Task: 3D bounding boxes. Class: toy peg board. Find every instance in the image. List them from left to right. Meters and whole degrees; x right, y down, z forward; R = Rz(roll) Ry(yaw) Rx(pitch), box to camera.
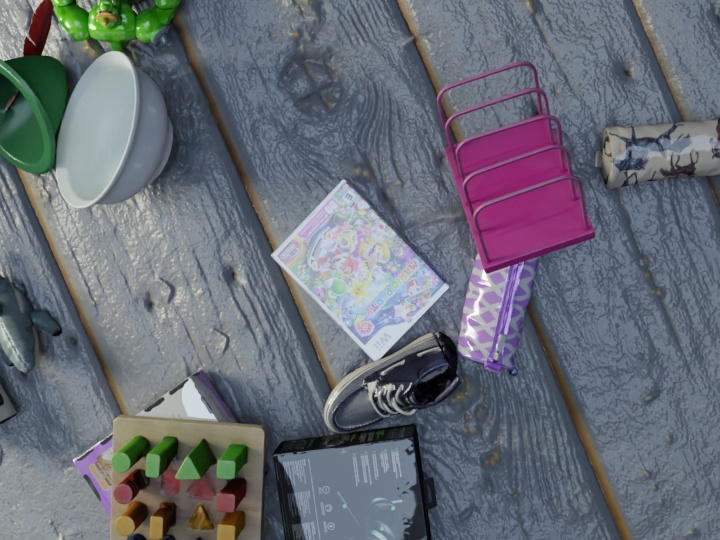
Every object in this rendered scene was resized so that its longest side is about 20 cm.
[{"bbox_3d":[-0.226,0.296,1.343,0.197,0.098,0.202,3,95,5],"label":"toy peg board"}]

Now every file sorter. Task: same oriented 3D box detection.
[{"bbox_3d":[0.179,-0.129,1.288,0.137,0.126,0.202,-18,53,6],"label":"file sorter"}]

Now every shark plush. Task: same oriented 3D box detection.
[{"bbox_3d":[-0.473,0.040,1.427,0.090,0.083,0.202,-20,92,6],"label":"shark plush"}]

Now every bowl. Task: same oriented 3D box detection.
[{"bbox_3d":[-0.302,-0.169,1.375,0.090,0.200,0.203,15,97,-40],"label":"bowl"}]

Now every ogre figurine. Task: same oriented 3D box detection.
[{"bbox_3d":[-0.312,-0.350,1.386,0.197,0.098,0.122,5,78,-19],"label":"ogre figurine"}]

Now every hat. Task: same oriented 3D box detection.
[{"bbox_3d":[-0.405,-0.255,1.428,0.165,0.176,0.201,32,141,18],"label":"hat"}]

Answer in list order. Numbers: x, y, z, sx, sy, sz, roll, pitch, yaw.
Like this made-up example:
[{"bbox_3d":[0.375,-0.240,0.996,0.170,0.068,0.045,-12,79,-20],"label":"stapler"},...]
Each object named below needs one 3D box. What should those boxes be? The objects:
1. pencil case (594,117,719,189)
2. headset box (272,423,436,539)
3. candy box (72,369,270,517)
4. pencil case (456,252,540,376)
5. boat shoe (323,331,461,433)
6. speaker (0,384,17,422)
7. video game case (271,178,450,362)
[{"bbox_3d":[0.394,-0.150,1.336,0.197,0.089,0.079,-6,87,8],"label":"pencil case"},{"bbox_3d":[-0.001,0.302,1.396,0.197,0.093,0.177,-9,92,5],"label":"headset box"},{"bbox_3d":[-0.248,0.259,1.427,0.199,0.072,0.169,-35,90,7],"label":"candy box"},{"bbox_3d":[0.178,0.029,1.366,0.083,0.086,0.203,11,94,-3],"label":"pencil case"},{"bbox_3d":[0.040,0.157,1.376,0.199,0.093,0.075,-36,108,6],"label":"boat shoe"},{"bbox_3d":[-0.545,0.125,1.442,0.081,0.081,0.202,-28,90,6],"label":"speaker"},{"bbox_3d":[0.000,0.000,1.415,0.200,0.018,0.143,45,96,1],"label":"video game case"}]
